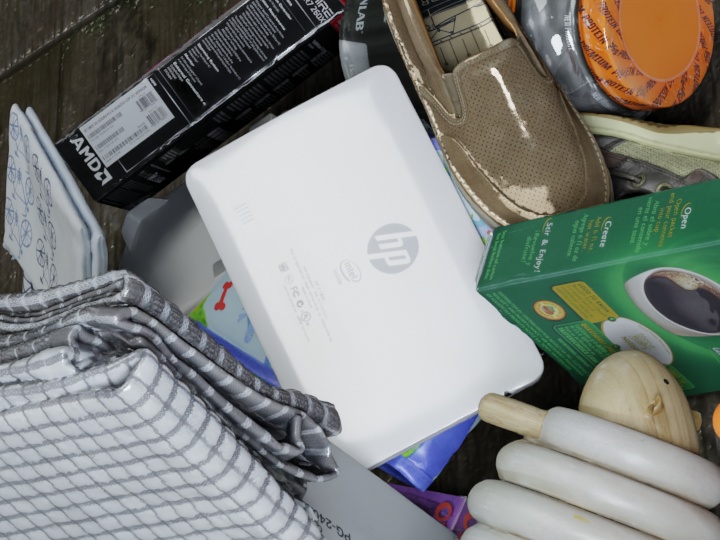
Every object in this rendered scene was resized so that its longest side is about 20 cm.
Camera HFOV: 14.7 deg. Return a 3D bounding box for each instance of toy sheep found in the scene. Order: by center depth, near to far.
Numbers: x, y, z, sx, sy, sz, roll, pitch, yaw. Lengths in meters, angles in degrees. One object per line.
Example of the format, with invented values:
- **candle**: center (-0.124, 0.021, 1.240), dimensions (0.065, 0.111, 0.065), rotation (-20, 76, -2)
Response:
- **toy sheep**: center (0.107, 0.135, 1.349), dimensions (0.138, 0.138, 0.200), rotation (17, 88, 52)

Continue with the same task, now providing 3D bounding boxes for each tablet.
- **tablet**: center (0.000, 0.000, 1.479), dimensions (0.130, 0.014, 0.200), rotation (-28, 70, 5)

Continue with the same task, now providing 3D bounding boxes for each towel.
- **towel**: center (-0.124, 0.077, 1.325), dimensions (0.200, 0.166, 0.086), rotation (-14, 46, 38)

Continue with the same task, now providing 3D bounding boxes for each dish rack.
- **dish rack**: center (-0.096, -0.014, 1.722), dimensions (0.200, 0.044, 0.172), rotation (-32, 31, 38)

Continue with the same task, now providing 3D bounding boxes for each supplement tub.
- **supplement tub**: center (0.095, -0.133, 1.587), dimensions (0.200, 0.122, 0.123), rotation (-1, 60, 46)

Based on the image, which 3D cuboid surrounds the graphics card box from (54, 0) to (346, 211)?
- **graphics card box**: center (-0.090, -0.116, 1.752), dimensions (0.200, 0.051, 0.125), rotation (-38, -4, 5)

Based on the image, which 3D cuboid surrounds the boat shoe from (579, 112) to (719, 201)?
- **boat shoe**: center (0.148, -0.040, 1.493), dimensions (0.200, 0.073, 0.065), rotation (2, 60, 47)

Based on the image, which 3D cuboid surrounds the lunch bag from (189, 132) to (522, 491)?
- **lunch bag**: center (0.023, 0.017, 1.538), dimensions (0.170, 0.127, 0.200), rotation (-54, 40, -5)

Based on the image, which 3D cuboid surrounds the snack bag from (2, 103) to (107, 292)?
- **snack bag**: center (-0.193, 0.021, 1.750), dimensions (0.189, 0.021, 0.200), rotation (-126, 35, -54)

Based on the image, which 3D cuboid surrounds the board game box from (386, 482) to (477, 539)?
- **board game box**: center (-0.016, 0.208, 1.502), dimensions (0.120, 0.032, 0.200), rotation (4, 64, 52)

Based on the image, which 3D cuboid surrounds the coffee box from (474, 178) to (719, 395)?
- **coffee box**: center (0.171, 0.010, 1.389), dimensions (0.200, 0.123, 0.044), rotation (-13, 48, 42)

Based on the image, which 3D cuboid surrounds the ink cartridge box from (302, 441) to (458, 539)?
- **ink cartridge box**: center (-0.065, 0.172, 1.441), dimensions (0.200, 0.145, 0.084), rotation (-27, 43, 29)

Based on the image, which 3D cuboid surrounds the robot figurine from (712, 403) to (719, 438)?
- **robot figurine**: center (0.256, 0.048, 1.259), dimensions (0.200, 0.116, 0.144), rotation (-31, 50, 41)

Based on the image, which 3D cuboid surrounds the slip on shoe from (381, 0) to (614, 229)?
- **slip on shoe**: center (0.070, -0.096, 1.470), dimensions (0.076, 0.061, 0.200), rotation (-23, 66, -4)
